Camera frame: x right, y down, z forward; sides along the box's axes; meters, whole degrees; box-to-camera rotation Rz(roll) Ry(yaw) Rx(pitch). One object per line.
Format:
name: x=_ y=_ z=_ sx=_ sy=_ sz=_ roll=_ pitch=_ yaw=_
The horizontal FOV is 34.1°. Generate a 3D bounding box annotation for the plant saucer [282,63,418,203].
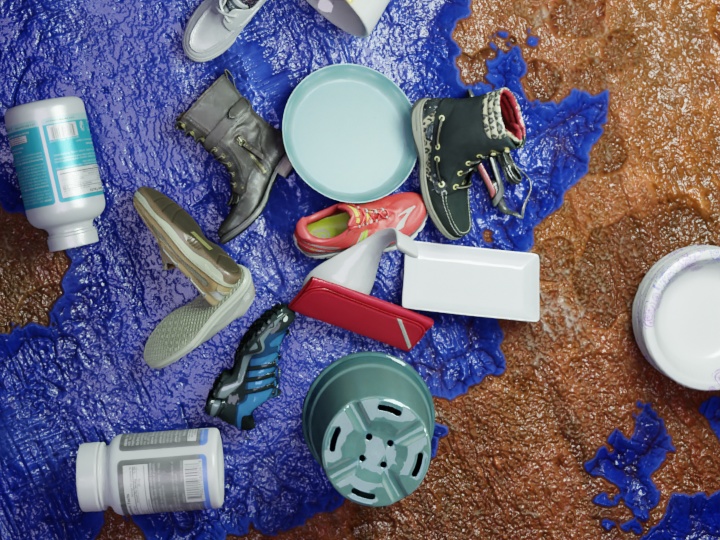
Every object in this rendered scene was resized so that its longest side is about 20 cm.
plant saucer: x=-0.015 y=-0.190 z=1.647 sx=0.197 sy=0.027 sz=0.203 roll=3 pitch=78 yaw=-14

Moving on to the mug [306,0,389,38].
mug: x=-0.002 y=-0.428 z=1.581 sx=0.149 sy=0.187 sz=0.154 roll=38 pitch=84 yaw=9

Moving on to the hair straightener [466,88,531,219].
hair straightener: x=0.195 y=-0.169 z=1.675 sx=0.076 sy=0.041 sz=0.202 roll=-27 pitch=91 yaw=0

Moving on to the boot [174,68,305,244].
boot: x=-0.191 y=-0.158 z=1.653 sx=0.173 sy=0.069 sz=0.201 roll=37 pitch=83 yaw=-5

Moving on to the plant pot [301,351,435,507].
plant pot: x=0.017 y=0.228 z=1.631 sx=0.197 sy=0.196 sz=0.203 roll=0 pitch=95 yaw=-3

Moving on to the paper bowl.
paper bowl: x=0.489 y=0.064 z=1.681 sx=0.198 sy=0.104 sz=0.204 roll=0 pitch=95 yaw=-3

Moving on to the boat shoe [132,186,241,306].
boat shoe: x=-0.258 y=-0.031 z=1.642 sx=0.200 sy=0.071 sz=0.076 roll=45 pitch=111 yaw=17

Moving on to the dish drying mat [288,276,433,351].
dish drying mat: x=0.002 y=0.064 z=1.658 sx=0.198 sy=0.018 sz=0.077 roll=20 pitch=136 yaw=-23

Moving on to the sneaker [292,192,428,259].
sneaker: x=0.002 y=-0.066 z=1.647 sx=0.198 sy=0.085 sz=0.078 roll=-17 pitch=72 yaw=-1

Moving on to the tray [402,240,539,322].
tray: x=0.159 y=0.018 z=1.687 sx=0.197 sy=0.022 sz=0.109 roll=6 pitch=66 yaw=-3

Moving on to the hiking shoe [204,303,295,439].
hiking shoe: x=-0.142 y=0.138 z=1.684 sx=0.086 sy=0.075 sz=0.201 roll=32 pitch=103 yaw=-13

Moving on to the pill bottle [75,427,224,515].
pill bottle: x=-0.297 y=0.287 z=1.664 sx=0.197 sy=0.114 sz=0.115 roll=-3 pitch=96 yaw=-2

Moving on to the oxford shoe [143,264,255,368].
oxford shoe: x=-0.225 y=0.073 z=1.674 sx=0.200 sy=0.058 sz=0.075 roll=-41 pitch=55 yaw=3

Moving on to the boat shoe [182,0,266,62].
boat shoe: x=-0.172 y=-0.370 z=1.627 sx=0.199 sy=0.069 sz=0.072 roll=-40 pitch=96 yaw=2

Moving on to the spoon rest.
spoon rest: x=0.000 y=0.000 z=1.643 sx=0.099 sy=0.061 sz=0.199 roll=31 pitch=131 yaw=-32

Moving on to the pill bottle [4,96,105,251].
pill bottle: x=-0.417 y=-0.132 z=1.619 sx=0.109 sy=0.111 sz=0.203 roll=-11 pitch=96 yaw=-1

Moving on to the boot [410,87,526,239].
boot: x=0.157 y=-0.148 z=1.618 sx=0.152 sy=0.073 sz=0.206 roll=-6 pitch=102 yaw=40
